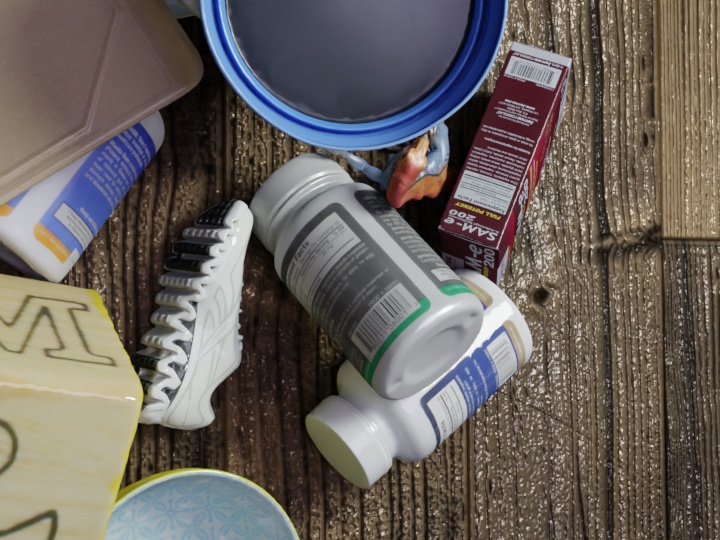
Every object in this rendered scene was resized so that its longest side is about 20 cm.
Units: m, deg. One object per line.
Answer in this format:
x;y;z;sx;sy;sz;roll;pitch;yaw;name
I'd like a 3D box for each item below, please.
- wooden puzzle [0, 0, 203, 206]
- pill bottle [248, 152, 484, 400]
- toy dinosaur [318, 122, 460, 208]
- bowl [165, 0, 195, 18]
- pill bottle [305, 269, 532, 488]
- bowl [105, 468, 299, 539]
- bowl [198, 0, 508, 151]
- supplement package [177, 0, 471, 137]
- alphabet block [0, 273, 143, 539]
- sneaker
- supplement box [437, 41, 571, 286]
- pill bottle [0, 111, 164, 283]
-0.241;-0.162;0.825;0.200;0.037;0.185;-34;87;-7;wooden puzzle
0.000;0.000;0.954;0.113;0.113;0.200;-28;62;-25;pill bottle
0.058;-0.092;0.985;0.200;0.105;0.182;40;28;-24;toy dinosaur
-0.182;-0.295;0.932;0.200;0.090;0.202;1;89;-26;bowl
0.050;0.098;1.025;0.200;0.111;0.111;-39;105;-22;pill bottle
-0.154;0.250;0.916;0.199;0.108;0.201;0;90;-29;bowl
-0.004;-0.180;0.749;0.199;0.039;0.202;-1;101;-7;bowl
-0.019;-0.231;0.833;0.191;0.147;0.200;37;95;-11;supplement package
-0.282;0.113;0.782;0.199;0.196;0.196;11;107;-26;alphabet block
-0.131;0.038;0.963;0.081;0.075;0.201;24;85;-33;sneaker
0.134;-0.095;1.063;0.061;0.109;0.201;20;73;13;supplement box
-0.223;-0.099;0.892;0.112;0.112;0.200;40;71;-20;pill bottle
